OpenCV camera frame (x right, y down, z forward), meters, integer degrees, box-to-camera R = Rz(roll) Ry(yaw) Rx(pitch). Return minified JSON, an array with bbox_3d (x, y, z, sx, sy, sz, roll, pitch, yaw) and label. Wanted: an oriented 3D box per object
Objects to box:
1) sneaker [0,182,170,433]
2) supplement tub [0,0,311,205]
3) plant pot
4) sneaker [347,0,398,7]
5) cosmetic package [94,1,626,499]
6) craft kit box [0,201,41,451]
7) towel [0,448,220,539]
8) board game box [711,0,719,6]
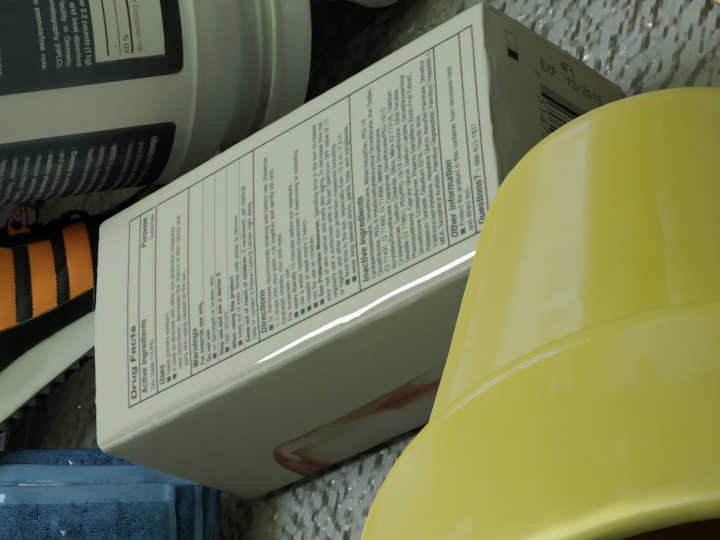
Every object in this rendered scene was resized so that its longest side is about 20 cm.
[{"bbox_3d":[-0.142,0.002,0.868,0.200,0.090,0.070,-44,11,-31],"label":"sneaker"},{"bbox_3d":[-0.134,-0.098,0.856,0.140,0.199,0.141,171,90,-67],"label":"supplement tub"},{"bbox_3d":[0.098,0.058,0.581,0.200,0.201,0.189,-36,31,29],"label":"plant pot"},{"bbox_3d":[-0.003,-0.208,0.901,0.099,0.075,0.201,5,74,47],"label":"sneaker"},{"bbox_3d":[0.000,0.000,0.781,0.200,0.087,0.104,-25,55,35],"label":"cosmetic package"},{"bbox_3d":[-0.242,0.037,0.983,0.199,0.048,0.199,8,88,33],"label":"craft kit box"},{"bbox_3d":[-0.109,0.164,0.798,0.049,0.111,0.201,95,175,-65],"label":"towel"},{"bbox_3d":[0.131,-0.154,0.770,0.096,0.030,0.200,-55,43,11],"label":"board game box"}]
